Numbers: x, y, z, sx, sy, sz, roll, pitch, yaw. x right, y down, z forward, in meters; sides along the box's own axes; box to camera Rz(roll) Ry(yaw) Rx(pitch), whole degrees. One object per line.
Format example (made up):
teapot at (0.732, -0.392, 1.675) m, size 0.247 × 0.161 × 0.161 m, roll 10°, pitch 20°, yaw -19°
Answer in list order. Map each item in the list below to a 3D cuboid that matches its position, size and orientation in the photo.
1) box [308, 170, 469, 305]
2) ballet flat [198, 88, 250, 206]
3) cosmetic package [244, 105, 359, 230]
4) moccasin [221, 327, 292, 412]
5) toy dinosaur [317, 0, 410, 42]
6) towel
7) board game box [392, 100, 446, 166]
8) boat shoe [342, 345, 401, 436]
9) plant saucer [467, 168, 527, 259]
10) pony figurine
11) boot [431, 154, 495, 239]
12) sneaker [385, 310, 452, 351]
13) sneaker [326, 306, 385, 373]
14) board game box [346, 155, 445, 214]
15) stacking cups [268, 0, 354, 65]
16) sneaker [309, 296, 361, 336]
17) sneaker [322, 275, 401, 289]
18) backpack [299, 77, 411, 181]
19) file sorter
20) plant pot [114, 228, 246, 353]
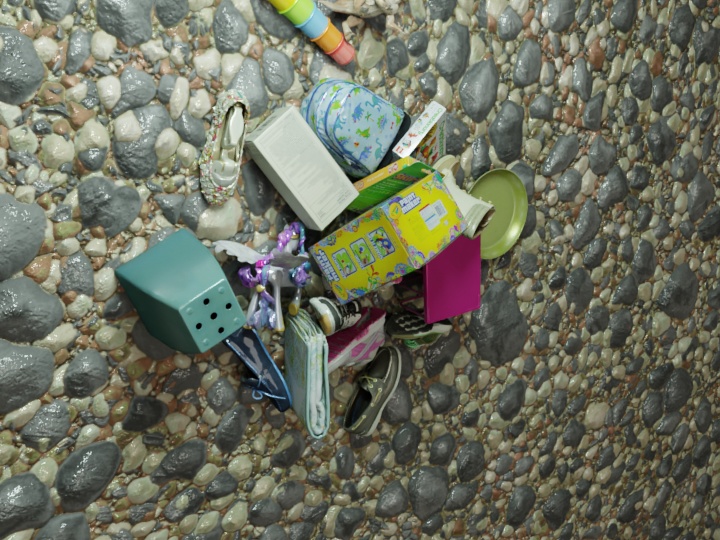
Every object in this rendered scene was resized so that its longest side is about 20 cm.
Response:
box at (0.052, -0.057, 1.448) m, size 0.200 × 0.192 × 0.123 m, roll -36°, pitch 97°, yaw -49°
ballet flat at (-0.228, -0.204, 1.377) m, size 0.075 × 0.064 × 0.202 m, roll 3°, pitch 103°, yaw -30°
cosmetic package at (-0.106, -0.180, 1.443) m, size 0.103 × 0.073 × 0.201 m, roll -43°, pitch 113°, yaw -16°
moccasin at (-0.199, 0.187, 1.524) m, size 0.068 × 0.080 × 0.201 m, roll -36°, pitch 108°, yaw -23°
toy dinosaur at (0.018, -0.484, 1.450) m, size 0.198 × 0.137 × 0.086 m, roll -7°, pitch 150°, yaw -7°
towel at (-0.101, 0.188, 1.524) m, size 0.048 × 0.171 × 0.202 m, roll -3°, pitch 107°, yaw -19°
board game box at (0.115, -0.222, 1.567) m, size 0.127 × 0.034 × 0.200 m, roll -52°, pitch 164°, yaw -11°
boat shoe at (0.023, 0.249, 1.697) m, size 0.060 × 0.072 × 0.203 m, roll 16°, pitch 99°, yaw -42°
plant saucer at (0.287, -0.126, 1.793) m, size 0.198 × 0.031 × 0.202 m, roll -11°, pitch 110°, yaw -33°
pony figurine at (-0.158, 0.005, 1.459) m, size 0.193 × 0.165 × 0.202 m, roll -10°, pitch 110°, yaw -67°
boot at (0.193, -0.142, 1.591) m, size 0.200 × 0.153 × 0.073 m, roll -50°, pitch 155°, yaw -43°
sneaker at (0.117, 0.139, 1.717) m, size 0.199 × 0.077 × 0.089 m, roll 0°, pitch 122°, yaw -49°
sneaker at (-0.017, 0.160, 1.631) m, size 0.199 × 0.081 × 0.089 m, roll -33°, pitch 122°, yaw -26°
board game box at (0.053, -0.158, 1.516) m, size 0.095 × 0.199 × 0.030 m, roll 16°, pitch 61°, yaw -48°
stacking cups at (-0.082, -0.432, 1.411) m, size 0.199 × 0.060 × 0.061 m, roll 34°, pitch 84°, yaw -38°
sneaker at (-0.041, 0.073, 1.525) m, size 0.087 × 0.200 × 0.076 m, roll -23°, pitch 87°, yaw -2°
sneaker at (0.000, 0.000, 1.592) m, size 0.199 × 0.088 × 0.082 m, roll 3°, pitch 68°, yaw -47°
backpack at (-0.014, -0.265, 1.477) m, size 0.199 × 0.154 × 0.164 m, roll 33°, pitch 91°, yaw -25°
file sorter at (0.154, -0.018, 1.672) m, size 0.138 × 0.125 × 0.202 m, roll -14°, pitch 111°, yaw -30°
plant pot at (-0.279, 0.045, 1.334) m, size 0.141 × 0.199 × 0.142 m, roll -35°, pitch 122°, yaw -22°
